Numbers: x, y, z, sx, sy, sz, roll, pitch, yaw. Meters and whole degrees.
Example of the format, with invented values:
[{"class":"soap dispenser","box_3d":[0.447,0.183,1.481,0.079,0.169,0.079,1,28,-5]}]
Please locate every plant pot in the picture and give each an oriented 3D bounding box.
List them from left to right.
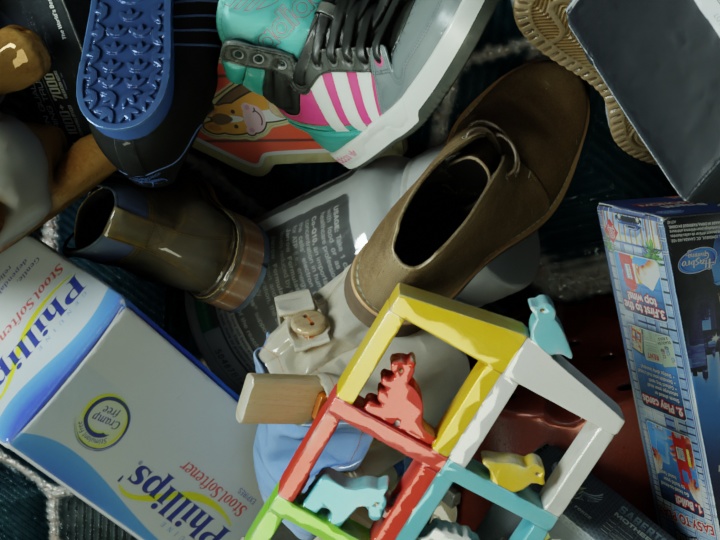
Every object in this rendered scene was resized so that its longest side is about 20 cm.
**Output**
[{"class":"plant pot","box_3d":[0.138,0.134,0.932,0.199,0.201,0.197,-1,115,22]}]

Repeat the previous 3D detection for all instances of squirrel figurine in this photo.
[{"class":"squirrel figurine","box_3d":[-0.255,-0.083,0.841,0.200,0.141,0.187,-30,97,45]}]

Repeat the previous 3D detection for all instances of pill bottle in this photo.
[{"class":"pill bottle","box_3d":[0.000,0.000,0.933,0.199,0.113,0.113,-24,112,33]}]

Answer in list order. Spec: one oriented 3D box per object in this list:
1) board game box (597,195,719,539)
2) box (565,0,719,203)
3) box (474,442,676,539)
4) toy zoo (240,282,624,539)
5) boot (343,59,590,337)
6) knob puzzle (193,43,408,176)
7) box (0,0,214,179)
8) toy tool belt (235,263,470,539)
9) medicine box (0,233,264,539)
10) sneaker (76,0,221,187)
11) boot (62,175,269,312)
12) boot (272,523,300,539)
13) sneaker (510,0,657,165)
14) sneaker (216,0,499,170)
[{"class":"board game box","box_3d":[0.224,0.059,0.832,0.199,0.062,0.202,-5,102,-24]},{"class":"box","box_3d":[0.236,-0.134,0.684,0.200,0.196,0.124,-54,50,38]},{"class":"box","box_3d":[0.133,0.214,0.827,0.200,0.051,0.158,37,123,17]},{"class":"toy zoo","box_3d":[0.040,0.096,0.772,0.131,0.020,0.201,28,106,-9]},{"class":"boot","box_3d":[0.070,-0.052,0.814,0.073,0.200,0.076,36,149,6]},{"class":"knob puzzle","box_3d":[-0.083,-0.140,0.921,0.218,0.031,0.221,10,126,14]},{"class":"box","box_3d":[-0.198,-0.160,0.896,0.163,0.086,0.201,5,126,35]},{"class":"toy tool belt","box_3d":[-0.019,0.101,0.860,0.125,0.123,0.201,37,145,31]},{"class":"medicine box","box_3d":[-0.165,0.070,0.932,0.200,0.103,0.182,27,166,46]},{"class":"sneaker","box_3d":[-0.106,-0.142,0.837,0.070,0.201,0.078,7,155,10]},{"class":"boot","box_3d":[-0.138,-0.034,0.928,0.097,0.075,0.200,23,178,-33]},{"class":"boot","box_3d":[-0.074,0.141,1.086,0.199,0.073,0.182,-2,136,30]},{"class":"sneaker","box_3d":[0.137,-0.140,0.821,0.071,0.113,0.200,-25,142,25]},{"class":"sneaker","box_3d":[-0.011,-0.129,0.812,0.120,0.084,0.200,33,156,-11]}]
